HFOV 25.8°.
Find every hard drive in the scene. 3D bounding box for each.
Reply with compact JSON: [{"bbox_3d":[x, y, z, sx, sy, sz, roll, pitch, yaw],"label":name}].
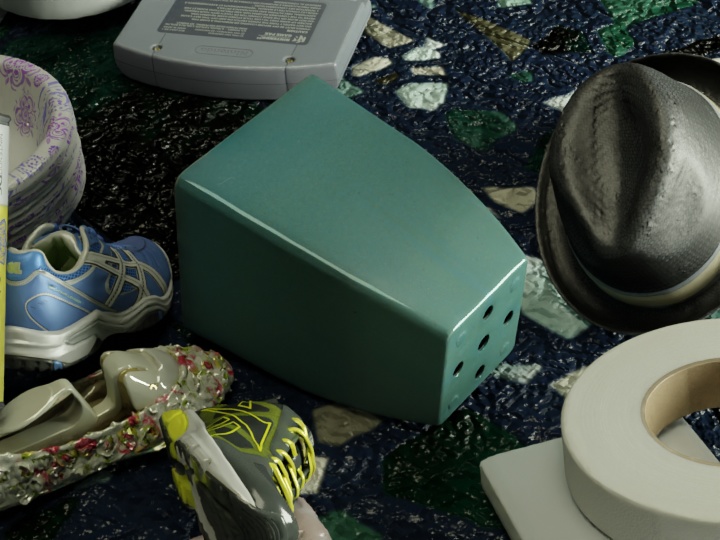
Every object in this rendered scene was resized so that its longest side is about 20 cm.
[{"bbox_3d":[0.159,0.153,0.883,0.131,0.026,0.200,-13,28,-9],"label":"hard drive"}]

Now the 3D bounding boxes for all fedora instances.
[{"bbox_3d":[0.181,-0.063,1.044,0.199,0.091,0.202,-13,66,31],"label":"fedora"}]

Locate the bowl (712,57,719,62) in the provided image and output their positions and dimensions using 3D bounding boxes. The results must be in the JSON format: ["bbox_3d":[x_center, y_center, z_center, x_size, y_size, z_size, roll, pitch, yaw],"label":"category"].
[{"bbox_3d":[0.265,-0.090,1.137,0.199,0.091,0.202,-3,42,3],"label":"bowl"}]

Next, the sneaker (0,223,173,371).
[{"bbox_3d":[-0.179,0.004,1.051,0.075,0.078,0.200,3,16,15],"label":"sneaker"}]

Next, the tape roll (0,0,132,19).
[{"bbox_3d":[-0.262,-0.319,1.420,0.201,0.071,0.204,-3,49,4],"label":"tape roll"}]

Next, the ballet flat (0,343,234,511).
[{"bbox_3d":[-0.168,0.089,0.996,0.199,0.064,0.076,-27,45,-24],"label":"ballet flat"}]

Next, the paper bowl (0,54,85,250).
[{"bbox_3d":[-0.301,-0.063,1.152,0.199,0.105,0.201,-3,41,2],"label":"paper bowl"}]

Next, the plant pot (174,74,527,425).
[{"bbox_3d":[0.000,0.000,1.029,0.199,0.142,0.141,31,52,25],"label":"plant pot"}]

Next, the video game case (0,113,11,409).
[{"bbox_3d":[-0.303,-0.002,1.008,0.199,0.182,0.025,-3,-6,34],"label":"video game case"}]

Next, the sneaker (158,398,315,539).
[{"bbox_3d":[-0.062,0.110,0.907,0.084,0.075,0.200,-18,16,-14],"label":"sneaker"}]

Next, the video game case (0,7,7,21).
[{"bbox_3d":[-0.403,-0.292,1.487,0.198,0.023,0.182,5,42,11],"label":"video game case"}]

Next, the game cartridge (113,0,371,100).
[{"bbox_3d":[-0.102,-0.197,1.339,0.198,0.042,0.134,7,47,14],"label":"game cartridge"}]

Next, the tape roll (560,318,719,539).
[{"bbox_3d":[0.216,0.095,0.903,0.201,0.037,0.203,-7,29,4],"label":"tape roll"}]

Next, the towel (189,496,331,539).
[{"bbox_3d":[-0.077,0.226,0.856,0.190,0.032,0.200,-19,44,-15],"label":"towel"}]
